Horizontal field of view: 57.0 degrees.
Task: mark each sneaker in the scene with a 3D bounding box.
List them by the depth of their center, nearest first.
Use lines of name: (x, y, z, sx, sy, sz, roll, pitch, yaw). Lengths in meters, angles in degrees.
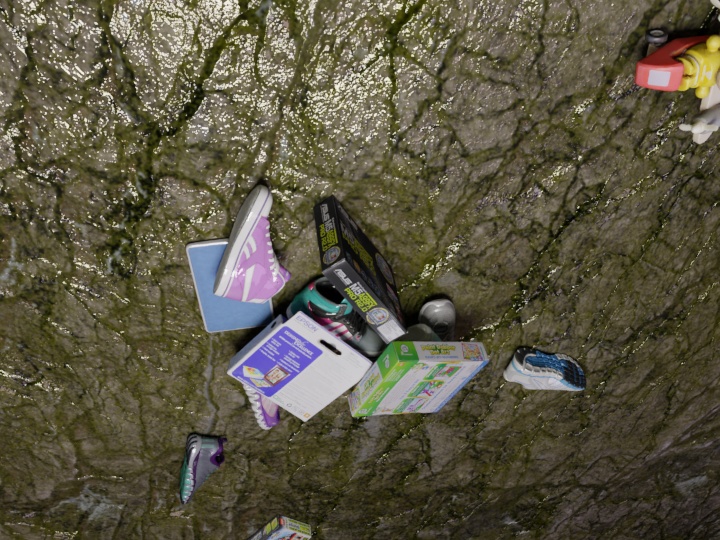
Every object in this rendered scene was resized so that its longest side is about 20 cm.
sneaker: (-0.154, -0.036, 1.065, 0.112, 0.073, 0.203, 16, 119, -19)
sneaker: (-0.021, 0.074, 1.181, 0.197, 0.085, 0.121, 24, 128, -15)
sneaker: (0.074, 0.165, 1.256, 0.198, 0.075, 0.082, -20, 129, 42)
sneaker: (0.156, 0.139, 1.279, 0.073, 0.083, 0.203, -10, 132, -4)
sneaker: (-0.177, 0.230, 1.295, 0.087, 0.081, 0.203, -17, 131, -7)
sneaker: (0.391, 0.223, 1.418, 0.196, 0.076, 0.087, 18, 135, -18)
sneaker: (-0.341, 0.436, 1.435, 0.086, 0.075, 0.203, 4, 128, -21)

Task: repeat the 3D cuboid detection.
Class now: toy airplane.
toy airplane: (0.518, -0.297, 0.948, 0.198, 0.143, 0.199, 29, 119, -30)

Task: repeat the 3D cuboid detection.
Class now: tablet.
tablet: (-0.222, 0.027, 1.152, 0.127, 0.014, 0.203, -7, 130, -6)

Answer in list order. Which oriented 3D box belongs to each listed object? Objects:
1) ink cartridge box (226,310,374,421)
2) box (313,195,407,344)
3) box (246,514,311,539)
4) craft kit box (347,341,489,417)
ink cartridge box: (-0.102, 0.166, 1.188, 0.199, 0.044, 0.197, -38, 120, 24)
box: (0.000, 0.000, 1.078, 0.044, 0.162, 0.200, -28, 129, 15)
box: (-0.230, 0.706, 1.708, 0.109, 0.035, 0.200, 30, 118, -31)
craft kit box: (0.102, 0.199, 1.206, 0.194, 0.049, 0.201, 1, 142, -30)
